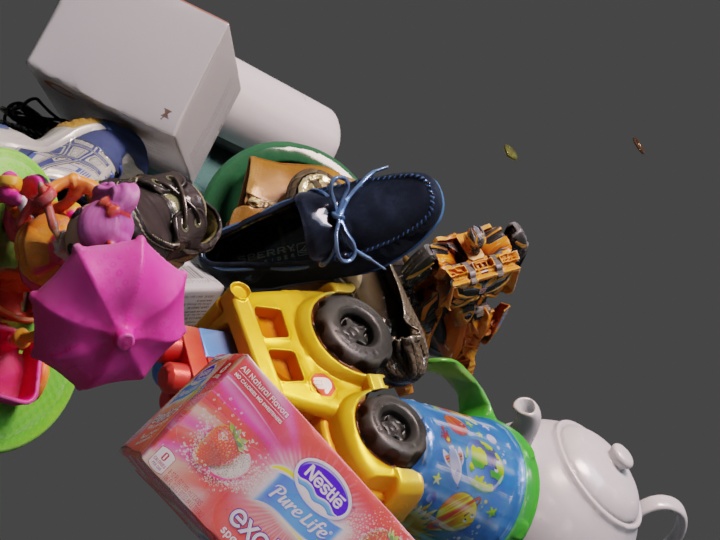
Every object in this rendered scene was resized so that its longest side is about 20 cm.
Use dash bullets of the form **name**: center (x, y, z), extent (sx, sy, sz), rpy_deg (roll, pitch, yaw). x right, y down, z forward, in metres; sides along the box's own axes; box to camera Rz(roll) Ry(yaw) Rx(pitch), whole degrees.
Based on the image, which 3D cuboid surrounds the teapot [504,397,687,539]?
- **teapot**: center (0.195, 0.212, 1.518), extent (0.198, 0.146, 0.200), rpy_deg (55, 22, 10)

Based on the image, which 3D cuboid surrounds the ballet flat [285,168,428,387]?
- **ballet flat**: center (0.000, 0.000, 1.316), extent (0.067, 0.046, 0.201), rpy_deg (-20, 73, -20)

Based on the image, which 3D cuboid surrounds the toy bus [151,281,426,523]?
- **toy bus**: center (-0.068, 0.108, 1.221), extent (0.191, 0.136, 0.201), rpy_deg (9, 47, -40)

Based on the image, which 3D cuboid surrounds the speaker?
- **speaker**: center (-0.107, -0.147, 1.494), extent (0.200, 0.081, 0.081), rpy_deg (23, 35, -49)

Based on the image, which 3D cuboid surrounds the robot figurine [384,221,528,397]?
- **robot figurine**: center (0.084, 0.032, 1.491), extent (0.144, 0.200, 0.058), rpy_deg (-15, 60, -25)

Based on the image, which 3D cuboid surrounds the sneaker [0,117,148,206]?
- **sneaker**: center (-0.213, -0.055, 1.164), extent (0.088, 0.075, 0.200), rpy_deg (45, 29, 20)

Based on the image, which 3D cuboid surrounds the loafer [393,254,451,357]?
- **loafer**: center (0.067, 0.032, 1.651), extent (0.200, 0.072, 0.073), rpy_deg (27, 31, -46)

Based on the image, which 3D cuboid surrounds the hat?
- **hat**: center (-0.073, -0.003, 1.486), extent (0.200, 0.165, 0.176), rpy_deg (52, -20, -2)

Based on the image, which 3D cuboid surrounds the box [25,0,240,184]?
- **box**: center (-0.173, -0.152, 1.291), extent (0.124, 0.098, 0.200), rpy_deg (26, -7, 1)

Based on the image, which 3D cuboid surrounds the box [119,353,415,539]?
- **box**: center (-0.055, 0.161, 1.105), extent (0.200, 0.103, 0.095), rpy_deg (49, -15, -9)

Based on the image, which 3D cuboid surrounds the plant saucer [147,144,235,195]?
- **plant saucer**: center (-0.161, -0.106, 1.481), extent (0.200, 0.036, 0.200), rpy_deg (41, 24, -23)

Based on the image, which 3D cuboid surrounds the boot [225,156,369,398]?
- **boot**: center (-0.049, 0.008, 1.366), extent (0.143, 0.071, 0.202), rpy_deg (9, 71, -10)

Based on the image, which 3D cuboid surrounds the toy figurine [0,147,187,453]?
- **toy figurine**: center (-0.175, 0.004, 0.982), extent (0.150, 0.184, 0.201), rpy_deg (23, 66, -40)

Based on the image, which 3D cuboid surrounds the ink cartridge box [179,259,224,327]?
- **ink cartridge box**: center (-0.222, -0.018, 1.222), extent (0.173, 0.044, 0.200), rpy_deg (37, 16, 23)

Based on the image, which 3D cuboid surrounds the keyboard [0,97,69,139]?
- **keyboard**: center (-0.240, -0.103, 1.285), extent (0.104, 0.040, 0.200), rpy_deg (41, 13, 31)

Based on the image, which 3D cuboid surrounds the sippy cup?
- **sippy cup**: center (0.055, 0.167, 1.325), extent (0.130, 0.140, 0.178), rpy_deg (30, 24, -43)

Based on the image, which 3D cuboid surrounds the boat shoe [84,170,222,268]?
- **boat shoe**: center (-0.140, -0.040, 1.138), extent (0.073, 0.065, 0.200), rpy_deg (61, 2, 3)

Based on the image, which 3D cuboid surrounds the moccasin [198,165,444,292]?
- **moccasin**: center (-0.032, -0.025, 1.270), extent (0.068, 0.199, 0.081), rpy_deg (33, 36, -67)
